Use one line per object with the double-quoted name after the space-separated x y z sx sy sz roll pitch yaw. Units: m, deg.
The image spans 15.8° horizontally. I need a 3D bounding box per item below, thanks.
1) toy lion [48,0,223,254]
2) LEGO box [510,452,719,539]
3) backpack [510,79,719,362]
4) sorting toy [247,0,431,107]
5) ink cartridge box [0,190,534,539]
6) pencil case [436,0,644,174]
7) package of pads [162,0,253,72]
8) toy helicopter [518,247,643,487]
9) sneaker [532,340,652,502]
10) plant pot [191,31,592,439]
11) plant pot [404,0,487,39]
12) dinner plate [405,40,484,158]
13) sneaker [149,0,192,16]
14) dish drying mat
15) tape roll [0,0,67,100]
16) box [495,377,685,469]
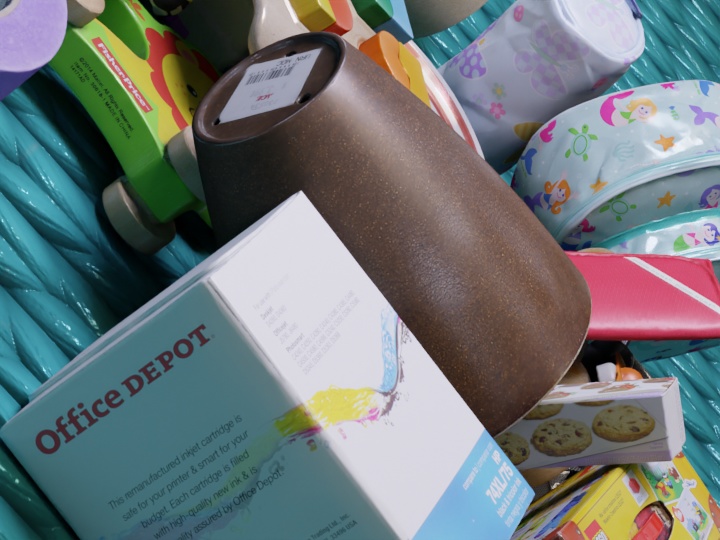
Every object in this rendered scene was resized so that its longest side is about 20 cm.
-0.116 -0.098 1.503 0.200 0.069 0.192 53 18 -2 "toy lion"
0.103 0.178 1.428 0.077 0.149 0.200 55 25 1 "LEGO box"
0.184 -0.030 1.729 0.177 0.200 0.151 -12 54 -16 "backpack"
-0.014 -0.164 1.568 0.185 0.036 0.200 42 31 -43 "sorting toy"
-0.043 0.095 1.280 0.200 0.147 0.146 53 26 -5 "ink cartridge box"
0.095 -0.123 1.730 0.083 0.200 0.091 -12 67 -51 "pencil case"
-0.102 -0.230 1.669 0.200 0.068 0.154 56 26 2 "package of pads"
0.122 0.055 1.566 0.079 0.132 0.200 63 38 -33 "toy helicopter"
0.137 0.109 1.606 0.075 0.114 0.200 47 24 -32 "sneaker"
-0.002 -0.022 1.392 0.200 0.187 0.187 58 21 -29 "plant pot"
0.016 -0.269 1.826 0.200 0.187 0.187 58 22 -26 "plant pot"
0.007 -0.095 1.617 0.200 0.024 0.200 34 36 -29 "dinner plate"
-0.165 -0.230 1.548 0.200 0.076 0.075 34 -12 2 "sneaker"
0.118 0.013 1.547 0.200 0.018 0.077 2 40 -9 "dish drying mat"
-0.248 -0.160 1.312 0.200 0.085 0.200 39 29 -27 "tape roll"
0.080 0.089 1.447 0.039 0.200 0.042 -34 118 -67 "box"
